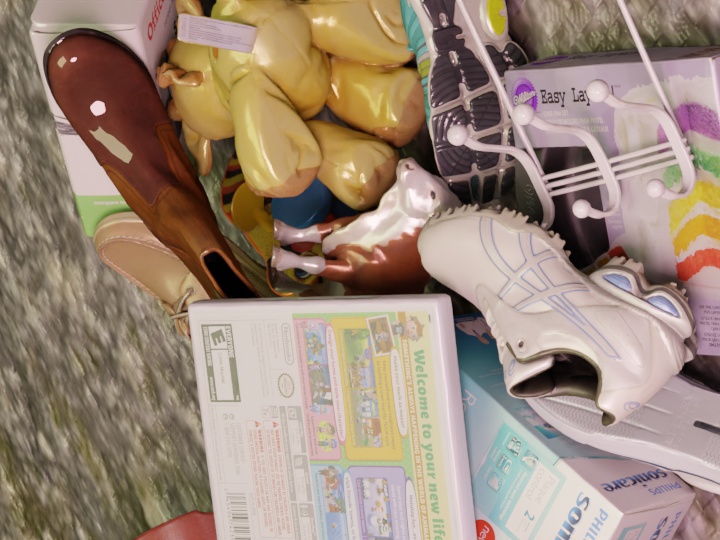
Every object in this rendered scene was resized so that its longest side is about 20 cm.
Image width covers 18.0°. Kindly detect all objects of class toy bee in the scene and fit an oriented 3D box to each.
[{"bbox_3d":[-0.048,-0.016,1.649,0.131,0.109,0.200,39,176,-29],"label":"toy bee"}]

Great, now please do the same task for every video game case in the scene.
[{"bbox_3d":[-0.017,0.115,1.436,0.182,0.022,0.200,-2,100,28],"label":"video game case"}]

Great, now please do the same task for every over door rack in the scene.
[{"bbox_3d":[0.109,-0.125,1.354,0.148,0.067,0.200,-14,93,55],"label":"over door rack"}]

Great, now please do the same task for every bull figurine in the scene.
[{"bbox_3d":[0.000,0.000,1.529,0.200,0.121,0.065,97,175,-54],"label":"bull figurine"}]

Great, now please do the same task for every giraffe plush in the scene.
[{"bbox_3d":[-0.070,-0.130,1.585,0.162,0.200,0.173,-4,62,62],"label":"giraffe plush"}]

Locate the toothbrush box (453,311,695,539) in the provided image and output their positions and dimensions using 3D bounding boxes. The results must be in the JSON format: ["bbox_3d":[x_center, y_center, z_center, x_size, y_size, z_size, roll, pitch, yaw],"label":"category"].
[{"bbox_3d":[0.092,0.144,1.451,0.200,0.085,0.146,42,121,29],"label":"toothbrush box"}]

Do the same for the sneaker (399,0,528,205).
[{"bbox_3d":[0.066,-0.144,1.504,0.080,0.077,0.200,-165,64,-75],"label":"sneaker"}]

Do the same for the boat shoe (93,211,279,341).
[{"bbox_3d":[-0.110,0.019,1.700,0.071,0.200,0.065,-50,20,52],"label":"boat shoe"}]

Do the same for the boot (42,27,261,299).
[{"bbox_3d":[-0.138,-0.053,1.531,0.200,0.068,0.188,57,171,52],"label":"boot"}]

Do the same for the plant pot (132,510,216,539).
[{"bbox_3d":[-0.103,0.302,1.823,0.201,0.201,0.195,-51,54,50],"label":"plant pot"}]

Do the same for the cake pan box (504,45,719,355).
[{"bbox_3d":[0.176,-0.043,1.397,0.200,0.052,0.184,5,106,54],"label":"cake pan box"}]

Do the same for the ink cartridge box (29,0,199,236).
[{"bbox_3d":[-0.173,-0.146,1.695,0.146,0.084,0.200,-80,-13,-45],"label":"ink cartridge box"}]

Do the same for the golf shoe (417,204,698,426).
[{"bbox_3d":[0.100,0.026,1.364,0.200,0.097,0.078,22,152,36],"label":"golf shoe"}]

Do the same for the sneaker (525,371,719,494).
[{"bbox_3d":[0.183,0.095,1.389,0.200,0.073,0.071,26,164,27],"label":"sneaker"}]
